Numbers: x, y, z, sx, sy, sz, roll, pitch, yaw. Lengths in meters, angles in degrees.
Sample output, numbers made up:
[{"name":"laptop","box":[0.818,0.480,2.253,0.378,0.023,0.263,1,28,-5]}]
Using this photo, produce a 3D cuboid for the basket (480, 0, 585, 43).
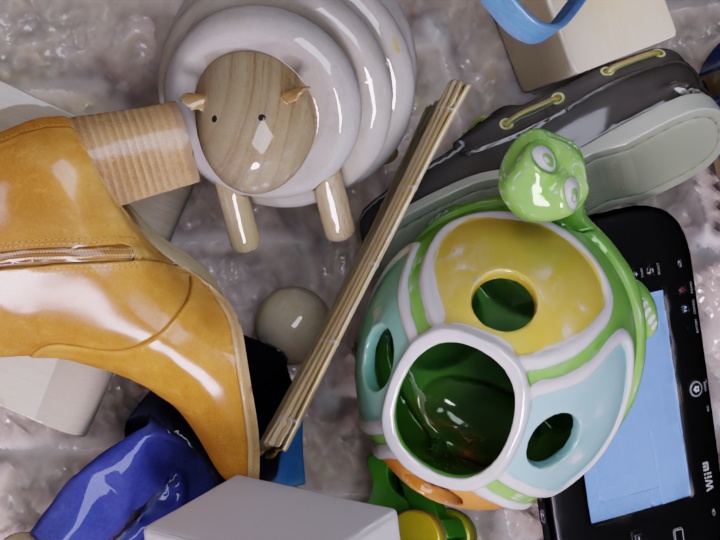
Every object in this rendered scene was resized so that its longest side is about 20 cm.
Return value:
[{"name":"basket","box":[0.077,-0.218,1.398,0.177,0.139,0.200,53,43,-7]}]

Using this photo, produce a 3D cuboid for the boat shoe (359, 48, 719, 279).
[{"name":"boat shoe","box":[0.087,-0.054,1.521,0.200,0.072,0.061,-21,53,-7]}]

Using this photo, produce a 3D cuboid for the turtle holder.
[{"name":"turtle holder","box":[0.074,0.033,1.413,0.141,0.132,0.185,47,114,0]}]

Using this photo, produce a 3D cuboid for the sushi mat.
[{"name":"sushi mat","box":[0.000,0.000,1.427,0.012,0.096,0.201,27,80,-2]}]

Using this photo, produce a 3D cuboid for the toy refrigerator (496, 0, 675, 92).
[{"name":"toy refrigerator","box":[0.091,-0.200,1.524,0.070,0.076,0.201,-21,92,-18]}]

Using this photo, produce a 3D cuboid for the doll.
[{"name":"doll","box":[-0.085,0.083,1.457,0.200,0.048,0.137,-46,119,-18]}]

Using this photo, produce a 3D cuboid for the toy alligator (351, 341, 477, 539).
[{"name":"toy alligator","box":[0.023,0.134,1.492,0.054,0.059,0.201,-30,76,16]}]

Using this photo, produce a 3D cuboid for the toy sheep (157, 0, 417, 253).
[{"name":"toy sheep","box":[-0.033,-0.094,1.440,0.137,0.200,0.139,5,117,9]}]

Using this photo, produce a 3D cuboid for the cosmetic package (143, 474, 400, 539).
[{"name":"cosmetic package","box":[-0.030,0.205,1.366,0.071,0.101,0.201,-28,119,-45]}]

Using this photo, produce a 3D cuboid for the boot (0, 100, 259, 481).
[{"name":"boot","box":[-0.132,0.026,1.383,0.143,0.071,0.202,-17,106,-7]}]

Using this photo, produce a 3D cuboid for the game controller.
[{"name":"game controller","box":[0.133,0.069,1.523,0.104,0.042,0.201,-11,99,-17]}]

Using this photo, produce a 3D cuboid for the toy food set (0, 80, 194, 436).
[{"name":"toy food set","box":[-0.193,-0.022,1.437,0.199,0.060,0.144,24,91,-13]}]

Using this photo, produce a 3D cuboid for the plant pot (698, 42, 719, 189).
[{"name":"plant pot","box":[0.287,-0.060,1.519,0.179,0.200,0.201,-13,90,-11]}]
